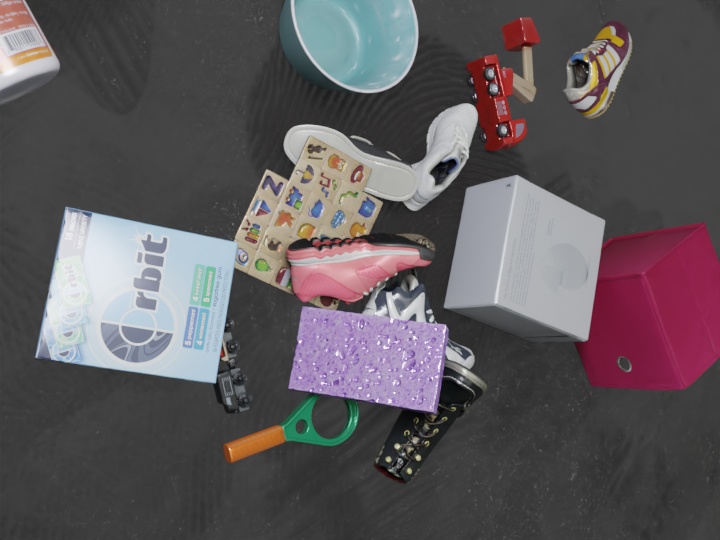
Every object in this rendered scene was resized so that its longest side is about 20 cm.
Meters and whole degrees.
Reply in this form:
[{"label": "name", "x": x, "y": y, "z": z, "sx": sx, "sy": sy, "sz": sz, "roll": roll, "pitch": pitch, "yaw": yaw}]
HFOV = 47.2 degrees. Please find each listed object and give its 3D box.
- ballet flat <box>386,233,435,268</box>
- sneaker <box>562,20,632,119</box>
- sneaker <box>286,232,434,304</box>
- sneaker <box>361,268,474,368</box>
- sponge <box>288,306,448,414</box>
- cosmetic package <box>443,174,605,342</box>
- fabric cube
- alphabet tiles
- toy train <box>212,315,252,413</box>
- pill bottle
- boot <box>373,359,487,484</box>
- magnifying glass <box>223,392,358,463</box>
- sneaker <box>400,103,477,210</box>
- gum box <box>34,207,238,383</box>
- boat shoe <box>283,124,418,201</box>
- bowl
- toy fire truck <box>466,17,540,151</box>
[{"label": "ballet flat", "x": 0.024, "y": -0.021, "z": 1.157, "sx": 0.199, "sy": 0.046, "sz": 0.068, "roll": -6, "pitch": 90, "yaw": -31}, {"label": "sneaker", "x": 0.413, "y": -0.370, "z": 1.442, "sx": 0.090, "sy": 0.075, "sz": 0.201, "roll": 33, "pitch": 67, "yaw": -33}, {"label": "sneaker", "x": 0.000, "y": 0.000, "z": 1.088, "sx": 0.199, "sy": 0.074, "sz": 0.087, "roll": -3, "pitch": 105, "yaw": -15}, {"label": "sneaker", "x": 0.088, "y": 0.068, "z": 1.173, "sx": 0.198, "sy": 0.079, "sz": 0.130, "roll": 14, "pitch": 86, "yaw": -22}, {"label": "sponge", "x": 0.009, "y": 0.113, "z": 1.059, "sx": 0.030, "sy": 0.199, "sz": 0.112, "roll": 43, "pitch": 56, "yaw": -67}, {"label": "cosmetic package", "x": 0.253, "y": -0.011, "z": 1.267, "sx": 0.199, "sy": 0.123, "sz": 0.200, "roll": 22, "pitch": 73, "yaw": -32}, {"label": "fabric cube", "x": 0.474, "y": 0.061, "z": 1.365, "sx": 0.200, "sy": 0.196, "sz": 0.200, "roll": -31, "pitch": 102, "yaw": -32}, {"label": "alphabet tiles", "x": -0.066, "y": -0.067, "z": 1.089, "sx": 0.167, "sy": 0.008, "sz": 0.201, "roll": 26, "pitch": 84, "yaw": -21}, {"label": "toy train", "x": -0.179, "y": 0.081, "z": 1.022, "sx": 0.046, "sy": 0.034, "sz": 0.201, "roll": -14, "pitch": 93, "yaw": -24}, {"label": "pill bottle", "x": -0.410, "y": -0.277, "z": 0.855, "sx": 0.112, "sy": 0.112, "sz": 0.201, "roll": -34, "pitch": 103, "yaw": -32}, {"label": "boot", "x": 0.091, "y": 0.206, "z": 1.098, "sx": 0.073, "sy": 0.204, "sz": 0.154, "roll": 34, "pitch": 70, "yaw": 0}, {"label": "magnifying glass", "x": -0.087, "y": 0.207, "z": 1.079, "sx": 0.199, "sy": 0.022, "sz": 0.080, "roll": -15, "pitch": 94, "yaw": -36}, {"label": "sneaker", "x": 0.132, "y": -0.172, "z": 1.225, "sx": 0.074, "sy": 0.087, "sz": 0.200, "roll": 40, "pitch": 64, "yaw": -22}, {"label": "gum box", "x": -0.253, "y": 0.032, "z": 0.947, "sx": 0.199, "sy": 0.045, "sz": 0.171, "roll": 12, "pitch": 79, "yaw": -21}, {"label": "boat shoe", "x": -0.014, "y": -0.153, "z": 1.139, "sx": 0.199, "sy": 0.060, "sz": 0.074, "roll": 15, "pitch": 109, "yaw": -19}, {"label": "bowl", "x": -0.031, "y": -0.327, "z": 1.119, "sx": 0.200, "sy": 0.105, "sz": 0.202, "roll": 4, "pitch": 83, "yaw": -34}, {"label": "toy fire truck", "x": 0.241, "y": -0.301, "z": 1.334, "sx": 0.141, "sy": 0.049, "sz": 0.201, "roll": -17, "pitch": 94, "yaw": -34}]
